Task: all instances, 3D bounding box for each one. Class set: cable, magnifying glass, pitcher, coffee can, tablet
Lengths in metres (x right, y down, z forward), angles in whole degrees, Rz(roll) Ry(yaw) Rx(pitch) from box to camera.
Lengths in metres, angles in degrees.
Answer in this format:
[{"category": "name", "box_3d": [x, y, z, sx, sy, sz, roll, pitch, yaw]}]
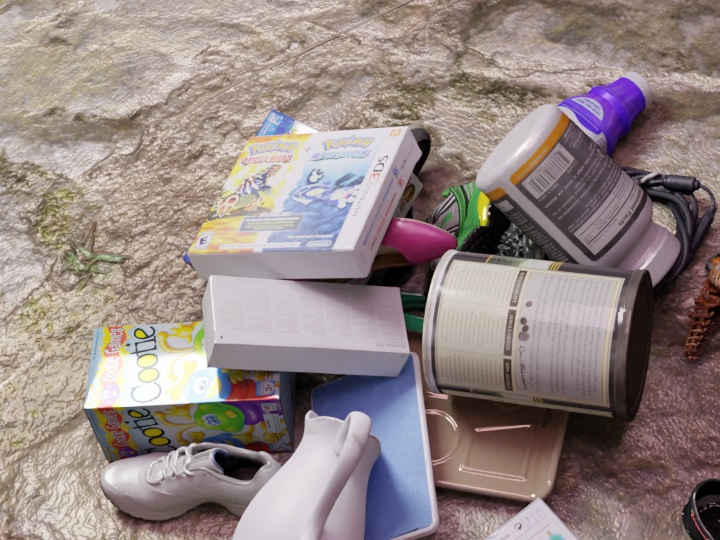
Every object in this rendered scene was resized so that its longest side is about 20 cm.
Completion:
[{"category": "cable", "box_3d": [0.287, -0.040, 1.694, 0.162, 0.051, 0.200, 23, 60, 23]}, {"category": "magnifying glass", "box_3d": [0.021, 0.034, 1.680, 0.199, 0.023, 0.079, 15, 21, 25]}, {"category": "pitcher", "box_3d": [-0.044, 0.229, 1.451, 0.121, 0.172, 0.201, 24, 75, -1]}, {"category": "coffee can", "box_3d": [0.176, 0.062, 1.524, 0.199, 0.147, 0.147, 7, 54, 19]}, {"category": "tablet", "box_3d": [0.012, 0.186, 1.554, 0.129, 0.014, 0.201, -22, 52, 22]}]

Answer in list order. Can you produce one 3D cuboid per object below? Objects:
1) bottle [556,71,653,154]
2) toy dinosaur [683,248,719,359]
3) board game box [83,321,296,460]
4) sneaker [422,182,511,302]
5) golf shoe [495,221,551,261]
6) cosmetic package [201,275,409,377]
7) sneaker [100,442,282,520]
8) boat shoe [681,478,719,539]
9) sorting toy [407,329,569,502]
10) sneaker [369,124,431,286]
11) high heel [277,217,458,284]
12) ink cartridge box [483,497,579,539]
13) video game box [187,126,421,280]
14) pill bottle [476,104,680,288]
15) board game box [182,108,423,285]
[{"category": "bottle", "box_3d": [0.249, -0.156, 1.777, 0.200, 0.065, 0.083, -36, 55, -18]}, {"category": "toy dinosaur", "box_3d": [0.407, 0.026, 1.620, 0.135, 0.102, 0.201, 25, 78, 41]}, {"category": "board game box", "box_3d": [-0.172, 0.122, 1.605, 0.198, 0.103, 0.105, -4, 52, 5]}, {"category": "sneaker", "box_3d": [0.105, -0.024, 1.694, 0.085, 0.078, 0.200, -5, 33, 27]}, {"category": "golf shoe", "box_3d": [0.195, -0.036, 1.660, 0.094, 0.078, 0.202, 0, 88, -21]}, {"category": "cosmetic package", "box_3d": [-0.056, 0.057, 1.553, 0.199, 0.051, 0.083, 4, 51, -16]}, {"category": "sneaker", "box_3d": [-0.166, 0.201, 1.556, 0.198, 0.087, 0.075, -3, 55, 8]}, {"category": "boat shoe", "box_3d": [0.378, 0.276, 1.437, 0.073, 0.063, 0.201, -33, 57, -19]}, {"category": "sorting toy", "box_3d": [0.116, 0.146, 1.592, 0.199, 0.037, 0.186, 5, 54, 18]}, {"category": "sneaker", "box_3d": [0.044, -0.067, 1.736, 0.106, 0.075, 0.200, 27, 71, 29]}, {"category": "high heel", "box_3d": [0.000, 0.000, 1.586, 0.199, 0.067, 0.097, 2, 62, 17]}, {"category": "ink cartridge box", "box_3d": [0.185, 0.319, 1.445, 0.119, 0.042, 0.200, -33, 53, -16]}, {"category": "video game box", "box_3d": [-0.056, -0.070, 1.601, 0.199, 0.047, 0.183, -1, 43, 28]}, {"category": "pill bottle", "box_3d": [0.223, -0.063, 1.578, 0.200, 0.116, 0.117, 43, 63, -9]}, {"category": "board game box", "box_3d": [-0.064, -0.052, 1.695, 0.199, 0.041, 0.201, 25, 81, 28]}]
